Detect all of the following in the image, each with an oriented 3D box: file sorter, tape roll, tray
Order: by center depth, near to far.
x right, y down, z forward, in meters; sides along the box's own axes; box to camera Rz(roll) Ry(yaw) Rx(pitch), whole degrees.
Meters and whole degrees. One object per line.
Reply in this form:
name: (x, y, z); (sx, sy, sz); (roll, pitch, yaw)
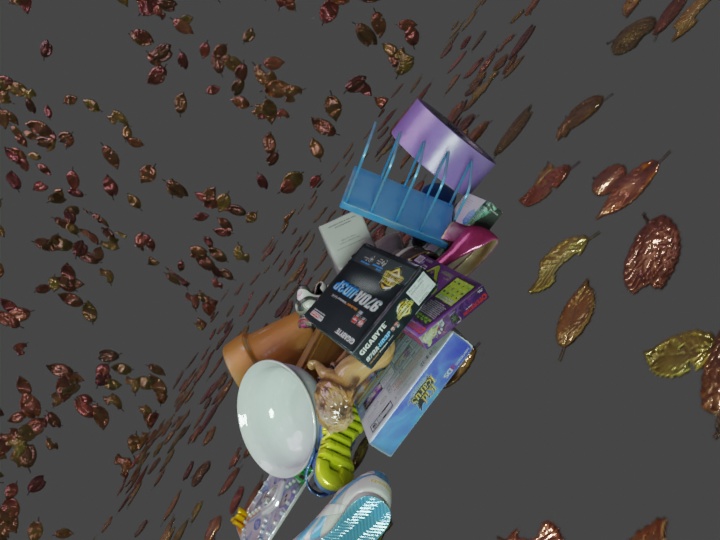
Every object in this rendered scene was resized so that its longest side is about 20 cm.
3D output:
file sorter: (0.086, -0.154, 1.318); (0.139, 0.199, 0.123); (-73, 6, -54)
tray: (-0.062, 0.178, 1.433); (0.037, 0.098, 0.201); (-26, 32, 55)
tape roll: (0.162, -0.240, 1.469); (0.085, 0.200, 0.200); (-50, 14, 15)

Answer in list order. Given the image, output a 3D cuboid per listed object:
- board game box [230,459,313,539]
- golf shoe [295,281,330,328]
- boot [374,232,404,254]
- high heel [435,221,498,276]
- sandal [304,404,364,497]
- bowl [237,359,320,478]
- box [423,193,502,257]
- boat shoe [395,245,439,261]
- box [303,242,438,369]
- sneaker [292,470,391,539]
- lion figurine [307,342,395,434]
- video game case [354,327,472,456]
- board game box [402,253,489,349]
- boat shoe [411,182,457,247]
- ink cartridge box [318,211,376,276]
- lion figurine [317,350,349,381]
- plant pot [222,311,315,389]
board game box: (-0.164, 0.410, 1.374); (0.201, 0.026, 0.200); (-57, 14, -8)
golf shoe: (-0.057, 0.066, 1.549); (0.072, 0.093, 0.200); (-11, -5, 33)
boot: (0.035, 0.003, 1.587); (0.182, 0.073, 0.200); (-40, 21, 1)
high heel: (0.150, 0.018, 1.231); (0.096, 0.067, 0.201); (24, 82, 48)
sandal: (-0.044, 0.277, 1.196); (0.087, 0.079, 0.200); (-58, 6, 37)
bowl: (-0.117, 0.246, 1.300); (0.090, 0.202, 0.201); (-8, -28, -47)
box: (0.161, -0.044, 1.351); (0.200, 0.036, 0.144); (-54, 13, 5)
boat shoe: (0.050, 0.030, 1.258); (0.201, 0.072, 0.060); (-43, 26, -22)
box: (0.011, 0.047, 1.145); (0.159, 0.046, 0.200); (-50, 27, -6)
sneaker: (-0.030, 0.346, 1.001); (0.200, 0.077, 0.081); (-43, 8, 19)
lion figurine: (-0.005, 0.151, 1.171); (0.200, 0.072, 0.122); (-48, 36, -3)
video game case: (0.073, 0.157, 1.145); (0.200, 0.045, 0.181); (-53, 15, 5)
board game box: (0.095, 0.041, 1.134); (0.120, 0.032, 0.200); (-35, 24, -9)
boat shoe: (0.131, -0.112, 1.484); (0.200, 0.084, 0.069); (-45, -20, -53)
ink cartridge box: (0.000, 0.000, 1.380); (0.084, 0.201, 0.146); (-24, 0, -3)
lion figurine: (-0.006, 0.161, 1.319); (0.122, 0.073, 0.200); (-41, 0, -30)
plant pot: (-0.157, 0.186, 1.591); (0.183, 0.201, 0.200); (-37, 15, 3)
